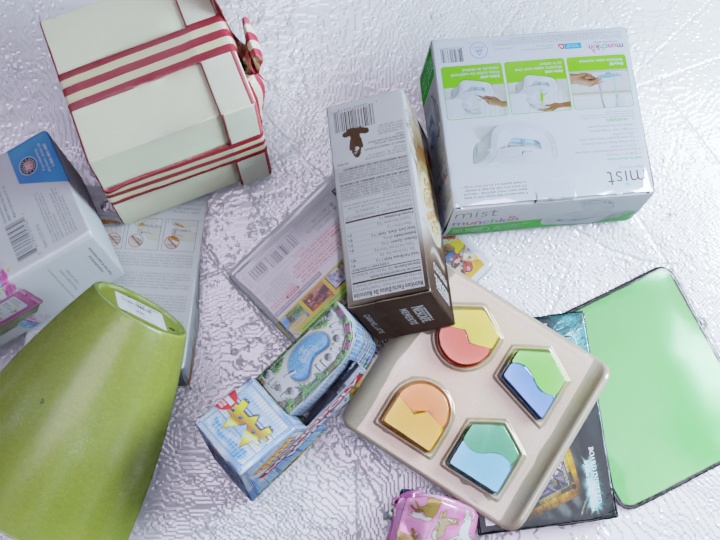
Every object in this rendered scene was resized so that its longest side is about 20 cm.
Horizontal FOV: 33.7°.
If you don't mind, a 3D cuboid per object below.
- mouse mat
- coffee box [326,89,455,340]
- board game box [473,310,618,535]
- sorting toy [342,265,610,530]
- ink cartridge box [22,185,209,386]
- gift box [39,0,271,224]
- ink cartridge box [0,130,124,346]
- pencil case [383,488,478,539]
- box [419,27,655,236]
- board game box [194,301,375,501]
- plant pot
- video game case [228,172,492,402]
[{"bbox_3d":[0.281,0.113,1.170,0.160,0.008,0.201,-25,79,-5],"label":"mouse mat"},{"bbox_3d":[0.028,-0.050,1.112,0.079,0.114,0.201,-12,70,13],"label":"coffee box"},{"bbox_3d":[0.166,0.147,1.148,0.134,0.028,0.201,-7,78,2],"label":"board game box"},{"bbox_3d":[0.109,0.117,1.124,0.199,0.036,0.186,31,81,10],"label":"sorting toy"},{"bbox_3d":[-0.239,0.013,1.185,0.161,0.050,0.201,3,59,1],"label":"ink cartridge box"},{"bbox_3d":[-0.187,-0.184,1.145,0.186,0.185,0.201,-20,77,-6],"label":"gift box"},{"bbox_3d":[-0.349,-0.017,1.136,0.199,0.085,0.145,-29,58,-3],"label":"ink cartridge box"},{"bbox_3d":[0.045,0.304,1.089,0.086,0.083,0.201,12,78,17],"label":"pencil case"},{"bbox_3d":[0.170,-0.136,1.171,0.199,0.097,0.178,-6,76,-6],"label":"box"},{"bbox_3d":[-0.066,0.122,1.055,0.200,0.200,0.062,-44,80,1],"label":"board game box"},{"bbox_3d":[-0.244,0.118,1.052,0.187,0.187,0.201,31,96,7],"label":"plant pot"},{"bbox_3d":[0.000,0.000,1.189,0.200,0.023,0.182,-44,81,-10],"label":"video game case"}]
